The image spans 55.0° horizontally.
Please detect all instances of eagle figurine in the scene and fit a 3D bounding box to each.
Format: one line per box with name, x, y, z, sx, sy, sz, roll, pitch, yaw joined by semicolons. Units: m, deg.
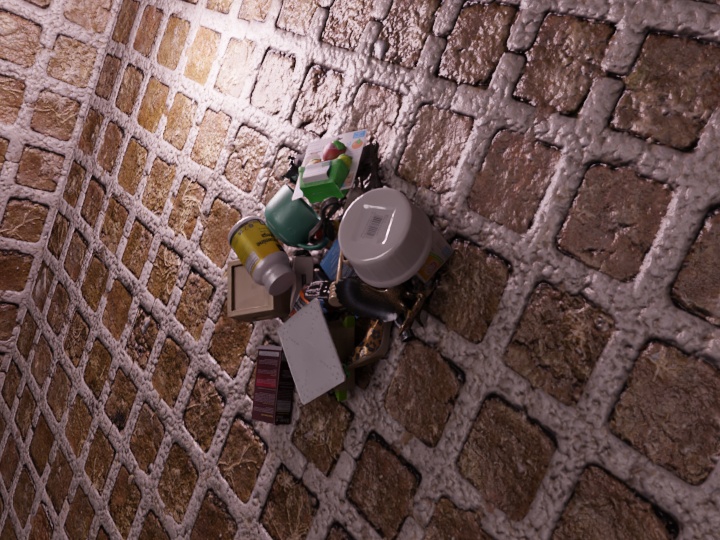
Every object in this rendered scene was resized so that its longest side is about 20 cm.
eagle figurine;0.063;0.043;1.550;0.198;0.150;0.154;26;116;34

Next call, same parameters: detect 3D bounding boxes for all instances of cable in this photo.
cable;-0.090;-0.124;1.694;0.095;0.201;0.051;-12;61;-4

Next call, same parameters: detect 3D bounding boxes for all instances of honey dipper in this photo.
honey dipper;-0.050;-0.005;1.646;0.038;0.038;0.203;-33;37;35

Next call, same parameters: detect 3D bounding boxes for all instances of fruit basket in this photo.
fruit basket;-0.081;-0.273;1.748;0.181;0.094;0.204;-6;58;29

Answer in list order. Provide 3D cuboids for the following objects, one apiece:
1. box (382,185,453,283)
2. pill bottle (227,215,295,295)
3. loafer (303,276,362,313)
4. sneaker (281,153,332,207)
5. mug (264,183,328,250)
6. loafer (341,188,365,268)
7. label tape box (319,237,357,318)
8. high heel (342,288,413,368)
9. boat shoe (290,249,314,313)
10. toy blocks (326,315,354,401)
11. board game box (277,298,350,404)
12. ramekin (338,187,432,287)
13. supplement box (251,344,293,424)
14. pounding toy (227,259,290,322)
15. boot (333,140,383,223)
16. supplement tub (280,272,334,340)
box;0.102;-0.083;1.579;0.102;0.112;0.200;-46;49;2
pill bottle;-0.255;-0.037;1.814;0.113;0.111;0.201;-50;63;24
loafer;-0.041;0.062;1.662;0.196;0.071;0.074;2;52;34
sneaker;-0.143;-0.239;1.843;0.202;0.137;0.079;61;144;41
mug;-0.178;-0.128;1.833;0.114;0.152;0.185;-44;36;4
loafer;-0.014;-0.105;1.661;0.071;0.062;0.205;-13;72;38
label tape box;0.000;0.000;1.713;0.145;0.063;0.201;-53;52;23
high heel;0.021;0.138;1.650;0.198;0.071;0.145;-31;66;18
boat shoe;-0.155;0.039;1.867;0.093;0.073;0.205;-119;33;-75
toy blocks;-0.073;0.203;1.721;0.135;0.098;0.205;14;108;52
board game box;-0.115;0.196;1.663;0.199;0.025;0.204;-37;69;46
ramekin;0.047;-0.076;1.475;0.197;0.098;0.205;-15;57;25
supplement box;-0.235;0.309;1.883;0.107;0.060;0.205;-2;79;45
pounding toy;-0.292;0.044;1.959;0.196;0.142;0.189;-10;73;25
boot;-0.008;-0.215;1.777;0.198;0.069;0.177;-34;54;31
supplement tub;-0.125;0.109;1.784;0.107;0.106;0.203;38;108;42
